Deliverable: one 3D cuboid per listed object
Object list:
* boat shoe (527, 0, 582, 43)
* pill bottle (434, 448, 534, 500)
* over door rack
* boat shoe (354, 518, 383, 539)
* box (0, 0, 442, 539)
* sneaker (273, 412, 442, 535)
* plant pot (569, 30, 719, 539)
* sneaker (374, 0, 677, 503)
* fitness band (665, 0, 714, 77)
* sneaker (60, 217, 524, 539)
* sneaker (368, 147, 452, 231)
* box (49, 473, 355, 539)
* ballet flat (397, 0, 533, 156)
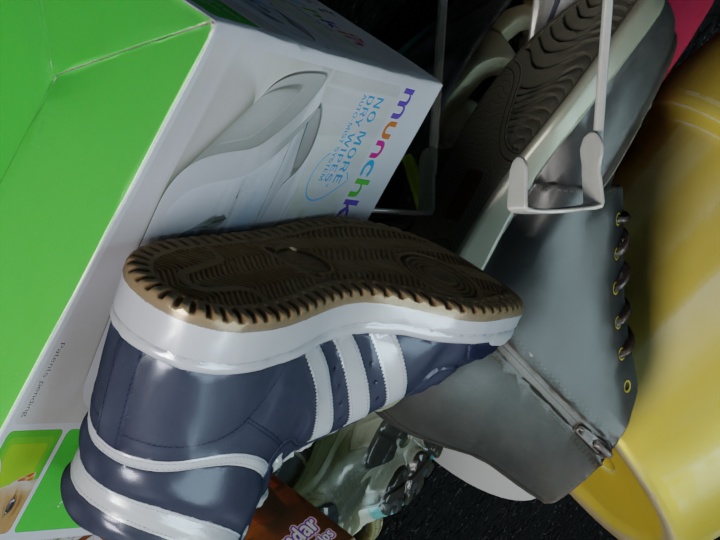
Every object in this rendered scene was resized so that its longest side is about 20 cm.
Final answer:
[{"bbox_3d":[0.097,-0.157,1.081,0.072,0.065,0.201,4,102,-61],"label":"boat shoe"},{"bbox_3d":[0.103,0.010,1.279,0.200,0.112,0.113,-55,160,-25],"label":"pill bottle"},{"bbox_3d":[0.073,-0.110,0.973,0.066,0.148,0.201,17,83,-24],"label":"over door rack"},{"bbox_3d":[-0.014,0.131,1.185,0.073,0.063,0.201,79,24,-47],"label":"boat shoe"},{"bbox_3d":[-0.088,-0.013,0.916,0.201,0.096,0.176,-60,155,10],"label":"box"},{"bbox_3d":[-0.044,0.105,1.128,0.200,0.086,0.078,-45,141,-35],"label":"sneaker"},{"bbox_3d":[0.164,0.022,1.147,0.189,0.201,0.201,-40,155,-13],"label":"plant pot"},{"bbox_3d":[0.085,-0.012,1.031,0.201,0.106,0.075,-57,-158,3],"label":"sneaker"},{"bbox_3d":[0.126,-0.112,1.199,0.200,0.037,0.144,-59,-175,-38],"label":"fitness band"},{"bbox_3d":[-0.026,0.045,0.899,0.199,0.070,0.109,-4,120,-53],"label":"sneaker"},{"bbox_3d":[0.000,0.000,1.087,0.199,0.076,0.076,-14,173,-7],"label":"sneaker"},{"bbox_3d":[-0.117,0.128,0.999,0.200,0.137,0.039,-37,153,-38],"label":"box"},{"bbox_3d":[0.063,-0.100,1.134,0.200,0.073,0.073,-50,157,-14],"label":"ballet flat"}]
